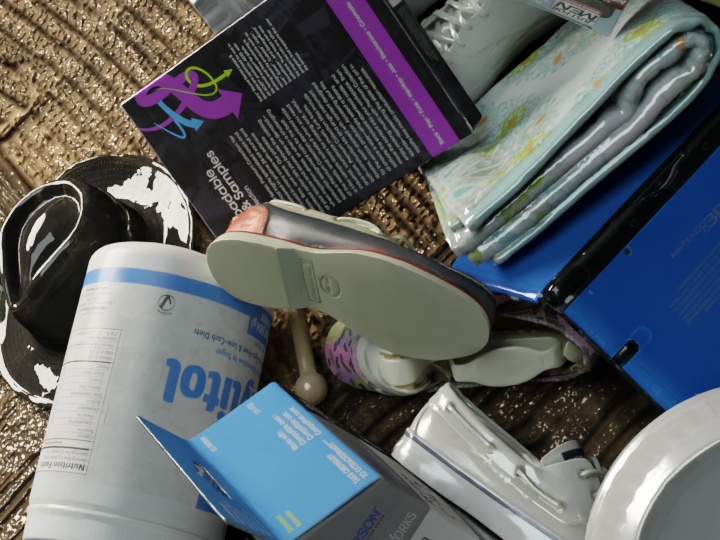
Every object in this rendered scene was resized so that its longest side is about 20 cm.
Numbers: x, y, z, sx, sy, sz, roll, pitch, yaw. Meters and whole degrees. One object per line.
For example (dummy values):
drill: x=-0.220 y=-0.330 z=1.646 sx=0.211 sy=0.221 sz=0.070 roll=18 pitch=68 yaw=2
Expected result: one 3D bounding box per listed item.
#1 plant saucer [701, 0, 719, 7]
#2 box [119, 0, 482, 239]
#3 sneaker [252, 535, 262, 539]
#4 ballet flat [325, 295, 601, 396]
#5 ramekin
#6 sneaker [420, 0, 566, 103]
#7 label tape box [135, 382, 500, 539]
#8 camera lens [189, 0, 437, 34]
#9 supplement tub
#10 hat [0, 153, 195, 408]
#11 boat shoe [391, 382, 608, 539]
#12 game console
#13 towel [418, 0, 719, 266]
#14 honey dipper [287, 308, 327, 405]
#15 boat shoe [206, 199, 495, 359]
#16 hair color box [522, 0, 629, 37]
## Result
plant saucer: x=0.284 y=-0.234 z=1.063 sx=0.199 sy=0.048 sz=0.200 roll=28 pitch=81 yaw=34
box: x=-0.041 y=-0.103 z=1.097 sx=0.199 sy=0.036 sz=0.143 roll=-31 pitch=99 yaw=26
sneaker: x=-0.024 y=0.210 z=1.046 sx=0.200 sy=0.070 sz=0.082 roll=35 pitch=88 yaw=36
ballet flat: x=0.059 y=0.049 z=1.059 sx=0.199 sy=0.071 sz=0.070 roll=-7 pitch=112 yaw=23
ramekin: x=0.216 y=0.157 z=0.876 sx=0.201 sy=0.094 sz=0.204 roll=-1 pitch=86 yaw=8
sneaker: x=0.072 y=-0.180 z=1.101 sx=0.200 sy=0.116 sz=0.074 roll=-40 pitch=59 yaw=-5
label tape box: x=-0.014 y=0.128 z=0.970 sx=0.063 sy=0.200 sz=0.144 roll=-55 pitch=33 yaw=0
camera lens: x=-0.016 y=-0.231 z=1.165 sx=0.200 sy=0.160 sz=0.160 roll=-39 pitch=57 yaw=10
supplement tub: x=-0.137 y=0.094 z=1.118 sx=0.131 sy=0.132 sz=0.201 roll=2 pitch=72 yaw=29
hat: x=-0.214 y=-0.004 z=1.230 sx=0.199 sy=0.081 sz=0.202 roll=-10 pitch=67 yaw=24
boat shoe: x=0.114 y=0.133 z=0.988 sx=0.199 sy=0.071 sz=0.070 roll=33 pitch=89 yaw=25
game console: x=0.185 y=-0.018 z=1.022 sx=0.171 sy=0.118 sz=0.200 roll=44 pitch=74 yaw=5
towel: x=0.123 y=-0.099 z=1.050 sx=0.200 sy=0.048 sz=0.171 roll=-41 pitch=19 yaw=8
honey dipper: x=-0.050 y=-0.002 z=1.166 sx=0.038 sy=0.038 sz=0.201 roll=-20 pitch=63 yaw=20
boat shoe: x=0.000 y=0.000 z=1.046 sx=0.199 sy=0.072 sz=0.063 roll=14 pitch=37 yaw=30
hair color box: x=0.138 y=-0.249 z=1.036 sx=0.098 sy=0.061 sz=0.201 roll=21 pitch=59 yaw=-3
